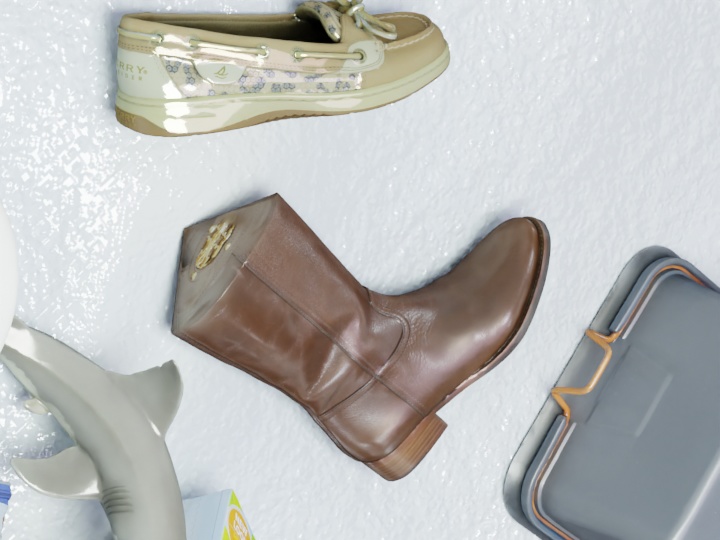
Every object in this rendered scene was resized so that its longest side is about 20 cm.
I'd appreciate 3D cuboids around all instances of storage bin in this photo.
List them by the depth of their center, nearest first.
[{"bbox_3d":[0.201,0.098,1.470,0.145,0.134,0.201,37,80,-37],"label":"storage bin"}]

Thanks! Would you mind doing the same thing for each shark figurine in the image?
[{"bbox_3d":[-0.141,0.061,1.230,0.215,0.089,0.128,47,33,-16],"label":"shark figurine"}]

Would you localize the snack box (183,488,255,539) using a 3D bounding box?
[{"bbox_3d":[-0.074,0.250,1.295,0.067,0.169,0.201,-13,119,13],"label":"snack box"}]

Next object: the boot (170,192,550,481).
[{"bbox_3d":[0.000,0.000,1.345,0.200,0.064,0.187,39,77,-32],"label":"boot"}]

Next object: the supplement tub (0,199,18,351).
[{"bbox_3d":[-0.256,-0.012,1.059,0.144,0.200,0.145,-11,109,-34],"label":"supplement tub"}]

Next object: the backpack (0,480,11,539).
[{"bbox_3d":[-0.239,0.164,1.147,0.190,0.199,0.155,26,75,-41],"label":"backpack"}]

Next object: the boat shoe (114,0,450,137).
[{"bbox_3d":[-0.037,-0.118,1.270,0.199,0.073,0.063,-15,114,-32],"label":"boat shoe"}]
